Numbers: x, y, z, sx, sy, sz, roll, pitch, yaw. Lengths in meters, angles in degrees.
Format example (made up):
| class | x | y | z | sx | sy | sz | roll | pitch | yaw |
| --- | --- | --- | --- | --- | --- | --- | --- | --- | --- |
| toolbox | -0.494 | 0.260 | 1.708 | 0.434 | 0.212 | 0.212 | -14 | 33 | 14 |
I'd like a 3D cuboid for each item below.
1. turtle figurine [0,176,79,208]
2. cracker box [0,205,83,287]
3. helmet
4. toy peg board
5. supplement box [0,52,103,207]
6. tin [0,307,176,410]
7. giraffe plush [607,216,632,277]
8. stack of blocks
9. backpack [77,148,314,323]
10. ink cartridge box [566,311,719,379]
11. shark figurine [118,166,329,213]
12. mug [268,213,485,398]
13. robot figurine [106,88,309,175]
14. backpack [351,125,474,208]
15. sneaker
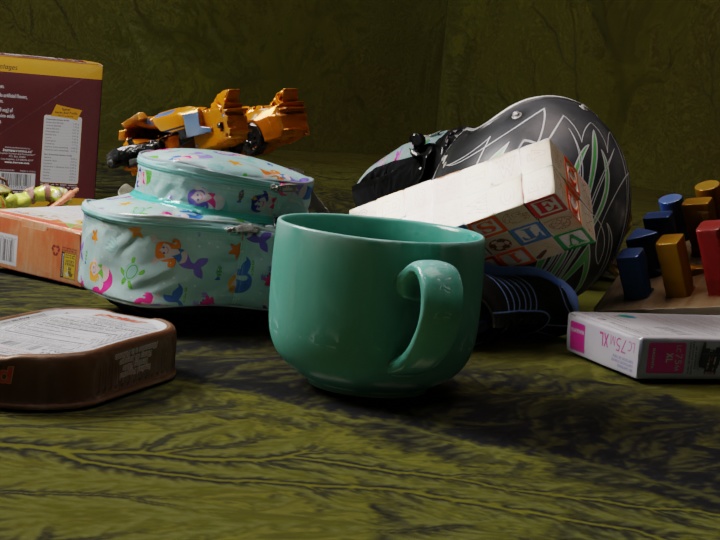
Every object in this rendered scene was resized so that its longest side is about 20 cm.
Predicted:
| class | x | y | z | sx | sy | sz | roll | pitch | yaw |
| --- | --- | --- | --- | --- | --- | --- | --- | --- | --- |
| turtle figurine | -0.402 | -0.063 | 1.592 | 0.199 | 0.065 | 0.161 | -22 | 5 | -18 |
| cracker box | -0.257 | -0.027 | 1.512 | 0.133 | 0.058 | 0.199 | 12 | 11 | 32 |
| helmet | 0.169 | -0.063 | 1.473 | 0.199 | 0.202 | 0.190 | 1 | -9 | -28 |
| toy peg board | 0.343 | -0.037 | 1.465 | 0.198 | 0.099 | 0.200 | -3 | 24 | 32 |
| supplement box | -0.458 | -0.188 | 2.030 | 0.196 | 0.202 | 0.133 | 2 | 8 | -21 |
| tin | -0.197 | 0.056 | 1.012 | 0.111 | 0.042 | 0.200 | 12 | 9 | 18 |
| giraffe plush | 0.260 | -0.049 | 1.803 | 0.161 | 0.174 | 0.199 | 12 | -34 | -44 |
| stack of blocks | 0.103 | -0.033 | 1.335 | 0.199 | 0.059 | 0.115 | -19 | -35 | 26 |
| backpack | -0.137 | -0.026 | 1.287 | 0.199 | 0.152 | 0.177 | -5 | 13 | -30 |
| ink cartridge box | 0.288 | 0.063 | 1.275 | 0.198 | 0.042 | 0.119 | -1 | 9 | -21 |
| shark figurine | -0.146 | -0.048 | 1.460 | 0.213 | 0.090 | 0.128 | -22 | 31 | -22 |
| mug | 0.007 | 0.028 | 1.061 | 0.151 | 0.115 | 0.185 | 7 | 8 | 12 |
| robot figurine | -0.148 | -0.128 | 1.421 | 0.144 | 0.059 | 0.199 | -7 | 0 | -44 |
| backpack | 0.085 | -0.080 | 1.773 | 0.126 | 0.168 | 0.199 | -21 | 6 | -34 |
| sneaker | 0.113 | 0.034 | 1.306 | 0.199 | 0.070 | 0.078 | 19 | 45 | -30 |
